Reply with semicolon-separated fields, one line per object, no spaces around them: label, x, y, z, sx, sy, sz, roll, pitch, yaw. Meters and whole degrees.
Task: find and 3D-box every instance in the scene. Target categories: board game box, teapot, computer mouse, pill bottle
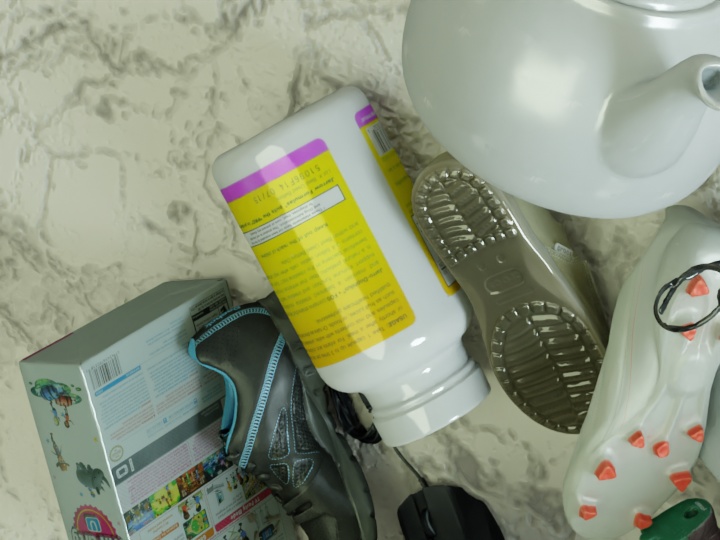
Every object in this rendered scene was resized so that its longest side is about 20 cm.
board game box;-0.124;0.125;1.266;0.064;0.147;0.202;-3;108;39
teapot;0.120;-0.137;1.009;0.199;0.197;0.147;32;132;14
computer mouse;0.032;0.134;1.258;0.058;0.034;0.201;-32;91;34
pill bottle;0.000;0.000;1.181;0.104;0.104;0.201;-25;96;33

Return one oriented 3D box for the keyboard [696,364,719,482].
keyboard;0.214;0.098;1.092;0.200;0.011;0.057;53;129;46

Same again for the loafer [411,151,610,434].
loafer;0.100;0.006;1.154;0.075;0.068;0.201;-15;117;29

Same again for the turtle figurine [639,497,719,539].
turtle figurine;0.233;0.227;1.146;0.149;0.101;0.201;1;128;38

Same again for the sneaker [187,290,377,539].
sneaker;-0.047;0.116;1.255;0.073;0.081;0.202;178;73;-74

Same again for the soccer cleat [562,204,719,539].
soccer cleat;0.163;0.060;1.110;0.069;0.078;0.201;10;117;-19

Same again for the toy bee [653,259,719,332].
toy bee;0.238;-0.037;1.032;0.200;0.131;0.109;-44;126;9
